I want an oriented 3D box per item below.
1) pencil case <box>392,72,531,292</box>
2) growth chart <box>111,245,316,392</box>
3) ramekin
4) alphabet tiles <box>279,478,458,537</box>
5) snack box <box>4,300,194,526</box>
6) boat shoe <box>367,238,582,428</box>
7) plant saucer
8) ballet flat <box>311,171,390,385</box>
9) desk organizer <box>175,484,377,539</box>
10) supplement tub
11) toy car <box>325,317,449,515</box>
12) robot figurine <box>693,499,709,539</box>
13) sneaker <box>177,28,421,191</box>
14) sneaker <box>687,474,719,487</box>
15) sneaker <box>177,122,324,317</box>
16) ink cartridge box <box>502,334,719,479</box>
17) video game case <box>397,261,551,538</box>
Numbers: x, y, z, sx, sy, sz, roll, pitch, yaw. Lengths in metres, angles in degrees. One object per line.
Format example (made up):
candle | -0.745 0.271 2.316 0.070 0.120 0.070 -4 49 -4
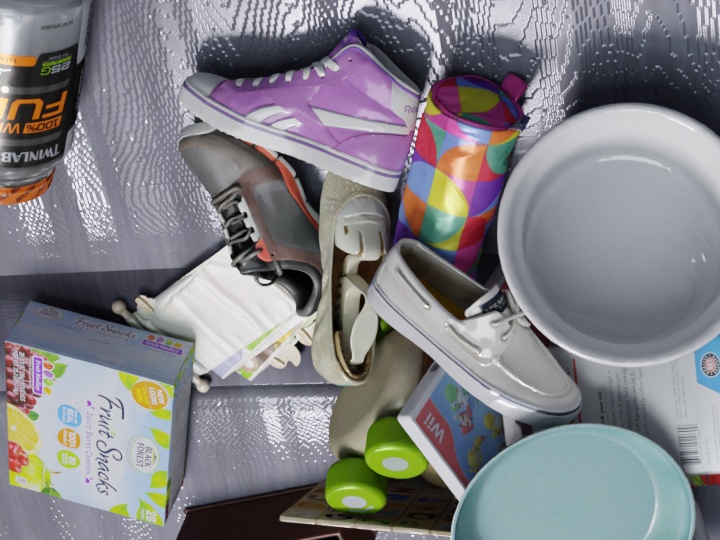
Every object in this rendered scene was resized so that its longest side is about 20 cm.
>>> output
pencil case | 0.079 -0.064 1.286 0.088 0.089 0.201 17 126 2
growth chart | -0.117 0.043 1.446 0.199 0.018 0.145 -29 113 29
ramekin | 0.207 -0.022 1.220 0.199 0.098 0.202 -1 82 6
alphabet tiles | 0.031 0.213 1.428 0.166 0.200 0.008 3 94 11
snack box | -0.252 0.140 1.505 0.167 0.068 0.201 15 132 5
boat shoe | 0.098 0.045 1.246 0.200 0.071 0.070 38 132 13
plant saucer | 0.169 0.201 1.263 0.198 0.036 0.201 -2 116 -4
ballet flat | 0.000 0.000 1.318 0.067 0.062 0.202 -2 101 -28
desk organizer | -0.087 0.273 1.559 0.199 0.077 0.072 -14 120 22
supplement tub | -0.289 -0.162 1.283 0.122 0.123 0.201 17 126 2
toy car | 0.085 0.137 1.376 0.199 0.165 0.158 20 142 -18
robot figurine | 0.242 0.266 1.379 0.169 0.113 0.201 -26 119 -20
sneaker | -0.045 -0.151 1.276 0.199 0.073 0.115 20 105 8
sneaker | 0.302 0.166 1.407 0.198 0.077 0.085 3 142 19
sneaker | -0.086 -0.040 1.330 0.200 0.082 0.077 45 145 -17
ink cartridge box | 0.220 0.110 1.301 0.198 0.068 0.117 -5 95 14
video game case | 0.121 0.103 1.323 0.017 0.200 0.143 -10 125 47
